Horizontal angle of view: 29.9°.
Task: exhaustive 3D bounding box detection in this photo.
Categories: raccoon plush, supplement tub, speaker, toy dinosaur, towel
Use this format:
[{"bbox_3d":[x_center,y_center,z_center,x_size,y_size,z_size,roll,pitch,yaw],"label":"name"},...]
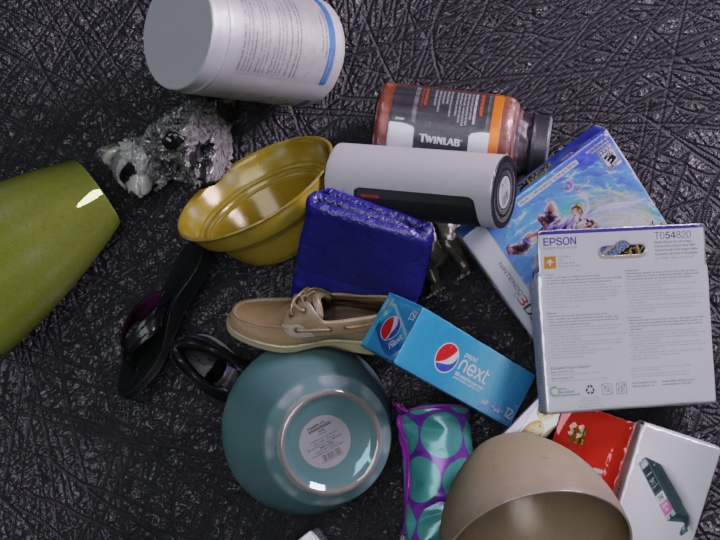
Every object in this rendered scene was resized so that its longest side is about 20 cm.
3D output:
[{"bbox_3d":[-0.215,-0.162,1.606,0.134,0.097,0.200,0,39,34],"label":"raccoon plush"},{"bbox_3d":[-0.128,-0.257,1.517,0.132,0.200,0.132,-1,88,44],"label":"supplement tub"},{"bbox_3d":[0.116,-0.153,1.538,0.199,0.107,0.107,7,84,8],"label":"supplement tub"},{"bbox_3d":[0.063,-0.094,1.462,0.199,0.081,0.082,7,84,25],"label":"speaker"},{"bbox_3d":[0.087,-0.032,1.543,0.200,0.077,0.102,-32,88,5],"label":"toy dinosaur"},{"bbox_3d":[0.000,0.000,1.501,0.147,0.200,0.050,16,47,5],"label":"towel"}]

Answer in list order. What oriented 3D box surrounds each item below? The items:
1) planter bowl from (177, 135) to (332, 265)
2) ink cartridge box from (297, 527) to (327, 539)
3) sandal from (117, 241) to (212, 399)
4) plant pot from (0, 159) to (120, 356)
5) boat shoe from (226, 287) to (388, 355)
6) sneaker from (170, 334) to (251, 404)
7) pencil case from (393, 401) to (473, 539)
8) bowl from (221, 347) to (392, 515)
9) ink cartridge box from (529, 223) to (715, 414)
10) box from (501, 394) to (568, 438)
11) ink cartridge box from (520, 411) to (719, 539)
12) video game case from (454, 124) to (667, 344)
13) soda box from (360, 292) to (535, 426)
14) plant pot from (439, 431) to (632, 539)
[{"bbox_3d":[-0.104,-0.064,1.542,0.200,0.201,0.084,-28,117,3],"label":"planter bowl"},{"bbox_3d":[-0.098,0.395,1.526,0.200,0.050,0.109,-38,81,2],"label":"ink cartridge box"},{"bbox_3d":[-0.242,0.052,1.569,0.048,0.075,0.201,32,78,-32],"label":"sandal"},{"bbox_3d":[-0.386,-0.034,1.560,0.200,0.187,0.187,-37,80,-14],"label":"plant pot"},{"bbox_3d":[-0.051,0.047,1.487,0.199,0.065,0.071,2,40,6],"label":"boat shoe"},{"bbox_3d":[-0.132,0.139,1.540,0.200,0.088,0.076,27,87,9],"label":"sneaker"},{"bbox_3d":[0.080,0.248,1.505,0.092,0.085,0.201,3,82,-17],"label":"pencil case"},{"bbox_3d":[-0.045,0.181,1.482,0.200,0.105,0.202,-1,93,-17],"label":"bowl"},{"bbox_3d":[0.286,0.052,1.479,0.199,0.041,0.201,-2,88,-9],"label":"ink cartridge box"},{"bbox_3d":[0.240,0.128,1.524,0.041,0.039,0.200,45,90,6],"label":"box"},{"bbox_3d":[0.282,0.262,1.483,0.173,0.044,0.201,17,90,-2],"label":"ink cartridge box"},{"bbox_3d":[0.237,-0.030,1.504,0.200,0.045,0.181,-37,108,1],"label":"video game case"},{"bbox_3d":[0.098,0.099,1.470,0.064,0.200,0.068,24,85,51],"label":"soda box"},{"bbox_3d":[0.171,0.251,1.424,0.200,0.201,0.135,-19,40,4],"label":"plant pot"}]
